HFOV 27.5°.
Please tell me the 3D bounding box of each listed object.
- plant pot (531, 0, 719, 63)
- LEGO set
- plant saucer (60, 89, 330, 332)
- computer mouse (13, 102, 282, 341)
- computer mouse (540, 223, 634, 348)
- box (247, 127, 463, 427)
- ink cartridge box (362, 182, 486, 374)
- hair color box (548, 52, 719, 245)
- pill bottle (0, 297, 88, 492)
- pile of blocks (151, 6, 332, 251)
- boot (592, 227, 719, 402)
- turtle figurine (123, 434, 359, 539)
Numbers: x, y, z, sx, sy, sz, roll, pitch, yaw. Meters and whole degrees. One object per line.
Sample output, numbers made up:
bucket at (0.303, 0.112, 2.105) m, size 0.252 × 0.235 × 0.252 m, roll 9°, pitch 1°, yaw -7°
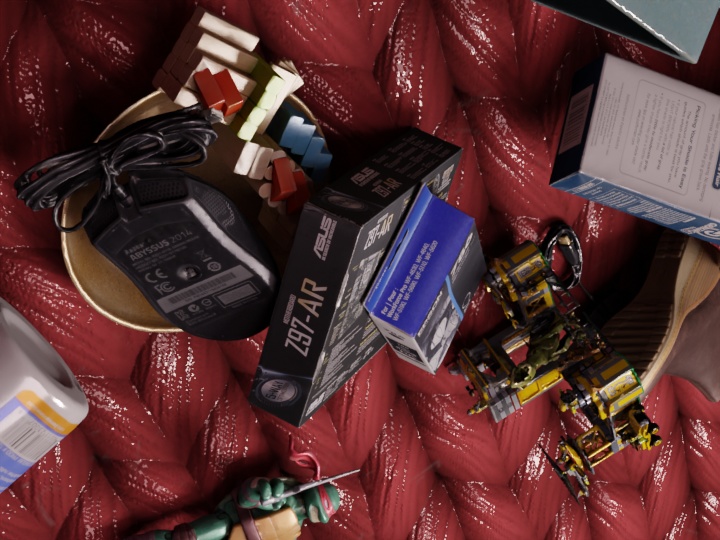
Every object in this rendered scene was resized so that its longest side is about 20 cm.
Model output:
plant pot at (0.142, -0.280, 0.922) m, size 0.196 × 0.196 × 0.201 m, roll 23°, pitch 98°, yaw -42°
LEGO set at (0.140, 0.087, 1.194) m, size 0.116 × 0.200 × 0.154 m, roll -32°, pitch 152°, yaw -4°
plant saucer at (-0.116, -0.050, 1.013) m, size 0.199 × 0.035 × 0.201 m, roll -18°, pitch 129°, yaw -23°
computer mouse at (-0.116, -0.030, 0.956) m, size 0.138 × 0.053 × 0.200 m, roll -19°, pitch 135°, yaw 16°
computer mouse at (0.209, 0.027, 1.292) m, size 0.059 × 0.034 × 0.200 m, roll -43°, pitch 134°, yaw 1°
box at (0.000, 0.000, 1.047) m, size 0.200 × 0.043 × 0.161 m, roll -41°, pitch 151°, yaw -59°
ink cartridge box at (0.052, 0.011, 1.088) m, size 0.100 × 0.039 × 0.200 m, roll -63°, pitch 165°, yaw -7°
hair color box at (0.255, -0.085, 1.144) m, size 0.199 × 0.061 × 0.101 m, roll 18°, pitch 78°, yaw -14°
pill bottle at (-0.287, 0.117, 0.965) m, size 0.200 × 0.112 × 0.112 m, roll -41°, pitch 135°, yaw -2°
pile of blocks at (-0.054, -0.083, 0.963) m, size 0.082 × 0.062 × 0.200 m, roll -39°, pitch 134°, yaw -4°
boot at (0.288, 0.076, 1.311) m, size 0.166 × 0.072 × 0.201 m, roll 47°, pitch 63°, yaw -38°
turtle figurine at (-0.083, 0.217, 1.186) m, size 0.199 × 0.101 × 0.150 m, roll -22°, pitch 118°, yaw 0°
